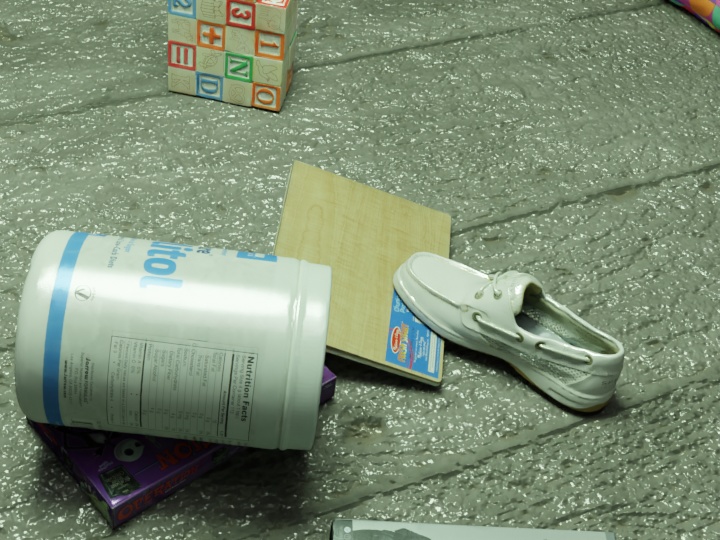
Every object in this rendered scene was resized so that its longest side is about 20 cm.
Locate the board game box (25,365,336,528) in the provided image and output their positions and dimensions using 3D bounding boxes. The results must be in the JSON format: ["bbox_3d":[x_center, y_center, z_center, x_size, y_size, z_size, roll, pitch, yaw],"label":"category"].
[{"bbox_3d":[-0.130,0.093,0.891,0.199,0.032,0.120,-28,58,-33],"label":"board game box"}]

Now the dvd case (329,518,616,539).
[{"bbox_3d":[0.079,0.231,0.778,0.197,0.025,0.151,4,43,-5],"label":"dvd case"}]

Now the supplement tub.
[{"bbox_3d":[-0.123,0.048,0.824,0.197,0.133,0.133,6,43,-4],"label":"supplement tub"}]

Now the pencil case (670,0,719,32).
[{"bbox_3d":[0.382,-0.341,1.390,0.088,0.089,0.200,-23,51,-29],"label":"pencil case"}]

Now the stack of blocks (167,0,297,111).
[{"bbox_3d":[-0.118,-0.257,1.134,0.114,0.201,0.059,11,42,5],"label":"stack of blocks"}]

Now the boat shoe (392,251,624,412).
[{"bbox_3d":[0.119,0.030,0.955,0.199,0.070,0.071,29,43,15],"label":"boat shoe"}]

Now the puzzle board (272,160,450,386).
[{"bbox_3d":[0.000,0.000,0.995,0.149,0.017,0.201,19,43,-10],"label":"puzzle board"}]
